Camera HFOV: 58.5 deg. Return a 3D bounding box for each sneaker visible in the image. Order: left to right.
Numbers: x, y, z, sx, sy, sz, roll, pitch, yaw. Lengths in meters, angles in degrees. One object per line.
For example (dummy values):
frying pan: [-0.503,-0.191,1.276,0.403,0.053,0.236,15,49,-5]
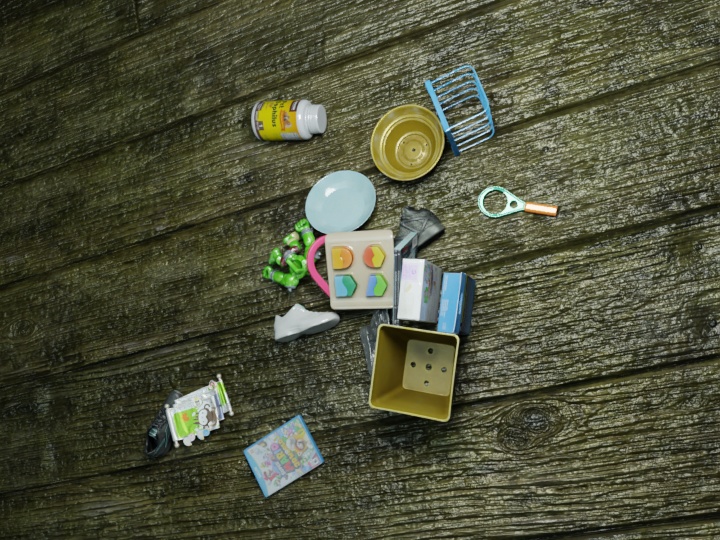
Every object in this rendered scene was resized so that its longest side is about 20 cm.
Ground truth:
sneaker: [-0.567,0.447,1.865,0.075,0.079,0.202,16,88,21]
sneaker: [-0.154,0.130,1.767,0.198,0.075,0.089,-17,68,18]
sneaker: [0.061,0.196,1.689,0.103,0.060,0.202,-22,75,20]
sneaker: [0.114,-0.095,1.696,0.199,0.076,0.115,-36,73,9]

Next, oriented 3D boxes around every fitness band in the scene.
fitness band: [-0.056,-0.004,1.725,0.143,0.037,0.200,-42,101,-3]

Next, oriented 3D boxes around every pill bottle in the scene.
pill bottle: [-0.200,-0.424,1.816,0.198,0.109,0.111,2,85,19]

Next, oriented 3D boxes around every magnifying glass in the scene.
magnifying glass: [0.397,-0.165,1.634,0.198,0.022,0.081,11,88,19]

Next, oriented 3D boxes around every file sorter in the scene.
file sorter: [0.255,-0.401,1.614,0.122,0.200,0.140,-24,77,12]

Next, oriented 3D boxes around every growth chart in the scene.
growth chart: [-0.461,0.407,1.841,0.199,0.018,0.146,-27,77,-5]

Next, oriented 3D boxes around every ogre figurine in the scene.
ogre figurine: [-0.185,-0.029,1.778,0.200,0.098,0.120,-40,62,-1]

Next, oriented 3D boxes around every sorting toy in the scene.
sorting toy: [0.000,0.000,1.664,0.183,0.036,0.203,-2,96,15]

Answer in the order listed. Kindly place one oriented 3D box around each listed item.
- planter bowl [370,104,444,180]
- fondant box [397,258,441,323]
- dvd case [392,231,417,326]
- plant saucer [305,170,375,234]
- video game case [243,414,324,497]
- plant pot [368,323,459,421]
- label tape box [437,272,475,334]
planter bowl: [0.133,-0.329,1.707,0.198,0.083,0.203,-2,84,19]
fondant box: [0.150,0.055,1.600,0.058,0.200,0.146,4,85,18]
dvd case: [0.113,0.020,1.607,0.022,0.146,0.202,8,113,19]
plant saucer: [-0.051,-0.179,1.759,0.199,0.039,0.203,-6,64,12]
video game case: [-0.213,0.511,1.770,0.199,0.018,0.144,-34,76,13]
plant pot: [0.150,0.244,1.591,0.198,0.176,0.203,7,88,19]
label tape box: [0.229,0.081,1.570,0.065,0.200,0.145,6,86,21]
